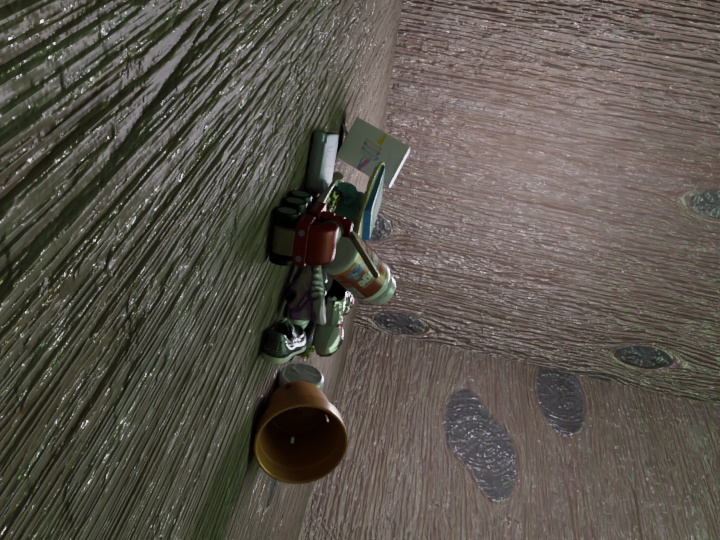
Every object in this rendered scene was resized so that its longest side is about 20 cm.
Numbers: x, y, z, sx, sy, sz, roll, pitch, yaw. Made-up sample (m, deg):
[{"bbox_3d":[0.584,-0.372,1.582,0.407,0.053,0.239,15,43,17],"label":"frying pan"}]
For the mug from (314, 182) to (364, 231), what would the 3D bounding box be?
[{"bbox_3d":[-0.058,-0.140,1.580,0.152,0.112,0.189,-69,169,-68],"label":"mug"}]

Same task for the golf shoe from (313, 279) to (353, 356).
[{"bbox_3d":[-0.073,0.107,1.533,0.093,0.071,0.203,70,27,-47],"label":"golf shoe"}]

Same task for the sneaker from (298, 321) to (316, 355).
[{"bbox_3d":[-0.127,0.102,1.554,0.080,0.074,0.204,86,15,-69],"label":"sneaker"}]

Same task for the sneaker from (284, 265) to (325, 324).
[{"bbox_3d":[-0.122,0.038,1.407,0.202,0.087,0.082,-96,180,-52],"label":"sneaker"}]

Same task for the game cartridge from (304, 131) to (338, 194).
[{"bbox_3d":[-0.086,-0.241,1.449,0.200,0.040,0.136,-63,160,-77],"label":"game cartridge"}]

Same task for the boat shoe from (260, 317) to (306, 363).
[{"bbox_3d":[-0.148,0.132,1.321,0.200,0.071,0.064,-42,146,-77],"label":"boat shoe"}]

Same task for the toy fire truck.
[{"bbox_3d":[-0.055,-0.050,1.188,0.176,0.196,0.131,-70,171,-68],"label":"toy fire truck"}]

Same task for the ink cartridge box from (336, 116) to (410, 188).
[{"bbox_3d":[0.027,-0.339,1.839,0.127,0.198,0.129,-61,179,7],"label":"ink cartridge box"}]

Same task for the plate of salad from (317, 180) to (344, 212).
[{"bbox_3d":[-0.086,-0.097,1.393,0.203,0.047,0.200,-64,180,1],"label":"plate of salad"}]

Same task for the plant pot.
[{"bbox_3d":[-0.134,0.337,1.408,0.140,0.196,0.204,-114,-148,-65],"label":"plant pot"}]

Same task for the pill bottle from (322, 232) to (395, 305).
[{"bbox_3d":[0.000,0.000,1.520,0.200,0.110,0.114,41,53,-45],"label":"pill bottle"}]

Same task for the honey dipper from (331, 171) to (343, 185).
[{"bbox_3d":[-0.077,-0.179,1.802,0.038,0.037,0.202,-74,176,-50],"label":"honey dipper"}]

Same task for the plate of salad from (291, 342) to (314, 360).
[{"bbox_3d":[-0.110,0.165,1.711,0.201,0.048,0.200,-50,176,-5],"label":"plate of salad"}]

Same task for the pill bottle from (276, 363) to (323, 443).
[{"bbox_3d":[-0.154,0.337,1.562,0.113,0.110,0.204,-70,171,-68],"label":"pill bottle"}]

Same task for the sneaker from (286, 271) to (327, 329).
[{"bbox_3d":[-0.119,0.048,1.504,0.072,0.072,0.202,103,1,-46],"label":"sneaker"}]

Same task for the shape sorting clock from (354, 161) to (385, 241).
[{"bbox_3d":[0.022,-0.161,1.549,0.200,0.038,0.204,15,89,-85],"label":"shape sorting clock"}]

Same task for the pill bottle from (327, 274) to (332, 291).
[{"bbox_3d":[-0.072,-0.004,1.780,0.201,0.113,0.118,-73,174,-66],"label":"pill bottle"}]
